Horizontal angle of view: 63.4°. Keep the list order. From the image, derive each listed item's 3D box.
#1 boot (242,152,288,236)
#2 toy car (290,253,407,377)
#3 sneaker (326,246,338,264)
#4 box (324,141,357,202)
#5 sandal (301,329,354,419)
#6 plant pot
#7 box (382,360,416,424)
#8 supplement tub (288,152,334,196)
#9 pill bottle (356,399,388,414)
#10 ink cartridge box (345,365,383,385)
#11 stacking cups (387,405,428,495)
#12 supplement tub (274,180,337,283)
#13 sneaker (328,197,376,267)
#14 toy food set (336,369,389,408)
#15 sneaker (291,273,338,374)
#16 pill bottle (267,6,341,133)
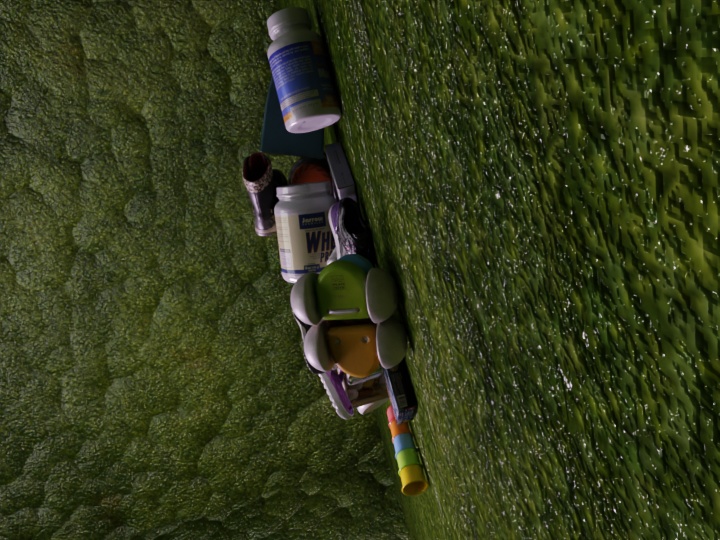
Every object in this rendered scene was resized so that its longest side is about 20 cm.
[{"bbox_3d":[-0.212,-0.198,1.311,0.153,0.071,0.204,82,-168,-48],"label":"boot"},{"bbox_3d":[-0.009,0.065,0.963,0.151,0.170,0.205,-61,-38,-58],"label":"toy car"},{"bbox_3d":[0.000,0.000,1.267,0.090,0.074,0.201,-67,-32,-23],"label":"sneaker"},{"bbox_3d":[-0.032,-0.152,1.285,0.203,0.040,0.158,81,174,-45],"label":"box"},{"bbox_3d":[-0.055,0.194,1.165,0.206,0.049,0.082,63,-170,13],"label":"sandal"},{"bbox_3d":[-0.143,-0.361,1.288,0.142,0.137,0.206,-110,25,-74],"label":"plant pot"},{"bbox_3d":[0.063,0.189,1.156,0.138,0.039,0.205,86,169,-67],"label":"box"},{"bbox_3d":[-0.112,-0.223,1.429,0.201,0.119,0.126,-86,-17,-74],"label":"supplement tub"},{"bbox_3d":[-0.001,0.250,1.492,0.203,0.111,0.113,58,170,20],"label":"pill bottle"},{"bbox_3d":[-0.006,0.131,1.127,0.200,0.074,0.152,96,160,-74],"label":"ink cartridge box"},{"bbox_3d":[0.101,0.393,1.298,0.202,0.059,0.062,-103,1,-50],"label":"stacking cups"},{"bbox_3d":[-0.113,-0.086,1.277,0.145,0.141,0.206,-123,26,-78],"label":"supplement tub"},{"bbox_3d":[-0.009,-0.041,1.139,0.205,0.074,0.087,70,163,-2],"label":"sneaker"},{"bbox_3d":[0.011,0.218,1.283,0.198,0.059,0.147,2,-111,-55],"label":"toy food set"},{"bbox_3d":[-0.080,0.107,1.132,0.089,0.075,0.205,47,-150,-64],"label":"sneaker"},{"bbox_3d":[-0.110,-0.372,1.087,0.112,0.109,0.206,-164,60,-86],"label":"pill bottle"}]
